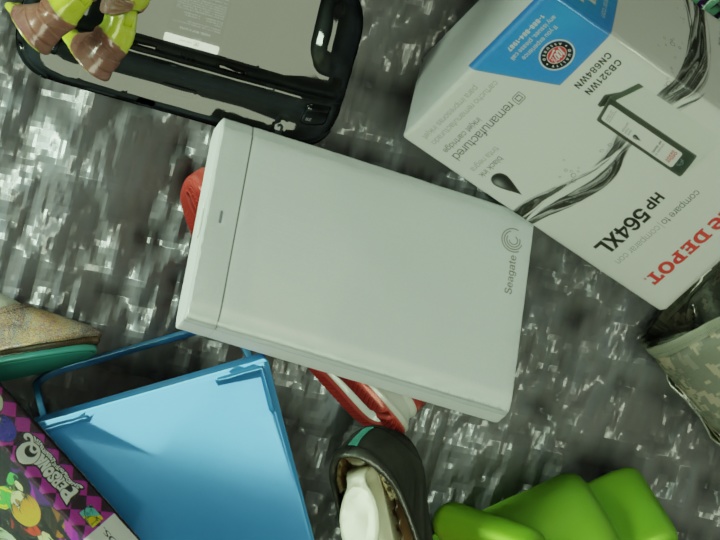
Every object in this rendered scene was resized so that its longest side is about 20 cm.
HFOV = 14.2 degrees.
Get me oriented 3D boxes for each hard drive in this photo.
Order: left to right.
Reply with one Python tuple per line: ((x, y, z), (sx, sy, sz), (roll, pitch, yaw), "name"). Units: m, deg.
((0.000, 0.000, 1.686), (0.200, 0.027, 0.132), (17, 62, -15), "hard drive")

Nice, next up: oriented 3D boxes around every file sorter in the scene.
((-0.107, 0.147, 1.723), (0.138, 0.123, 0.200), (-16, 107, -7), "file sorter")

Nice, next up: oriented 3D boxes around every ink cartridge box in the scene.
((0.150, -0.090, 1.701), (0.200, 0.084, 0.146), (33, 129, -16), "ink cartridge box")

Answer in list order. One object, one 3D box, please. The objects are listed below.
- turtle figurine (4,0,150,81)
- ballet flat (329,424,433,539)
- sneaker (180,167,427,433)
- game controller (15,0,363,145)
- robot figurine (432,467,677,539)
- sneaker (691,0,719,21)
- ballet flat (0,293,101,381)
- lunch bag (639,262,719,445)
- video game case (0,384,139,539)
((-0.112, -0.180, 1.613), (0.161, 0.200, 0.064), (-48, 69, 15), "turtle figurine")
((0.015, 0.191, 1.695), (0.068, 0.068, 0.200), (-16, 85, 25), "ballet flat")
((-0.010, -0.007, 1.743), (0.116, 0.078, 0.200), (-44, 102, -21), "sneaker")
((-0.098, -0.143, 1.700), (0.200, 0.042, 0.105), (15, 86, -14), "game controller")
((0.099, 0.200, 1.778), (0.200, 0.116, 0.176), (-25, 134, -4), "robot figurine")
((0.185, -0.164, 1.713), (0.074, 0.088, 0.200), (-36, 107, -6), "sneaker")
((-0.254, 0.043, 1.702), (0.200, 0.068, 0.067), (-15, 80, -8), "ballet flat")
((0.293, 0.046, 1.778), (0.200, 0.118, 0.164), (-41, 108, 8), "lunch bag")
((-0.230, 0.160, 1.661), (0.181, 0.036, 0.200), (48, 128, 3), "video game case")
